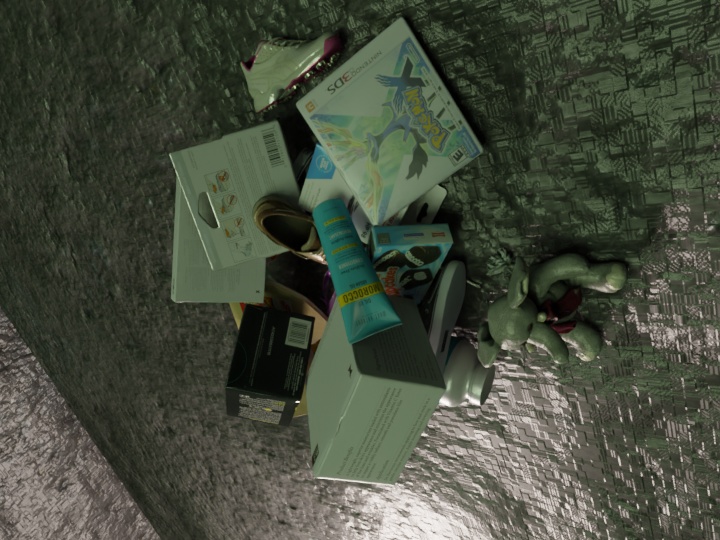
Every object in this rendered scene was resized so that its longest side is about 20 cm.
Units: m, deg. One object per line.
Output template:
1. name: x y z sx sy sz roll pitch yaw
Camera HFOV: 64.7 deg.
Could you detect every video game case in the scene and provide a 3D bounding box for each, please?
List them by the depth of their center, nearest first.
1. video game case: 0.037 -0.192 0.759 0.180 0.022 0.202 -33 96 17

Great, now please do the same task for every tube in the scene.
1. tube: -0.013 -0.003 0.784 0.051 0.076 0.203 78 171 -67

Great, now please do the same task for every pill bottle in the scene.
1. pill bottle: 0.124 0.159 0.965 0.196 0.111 0.113 17 131 28

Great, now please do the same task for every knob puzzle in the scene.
1. knob puzzle: -0.148 0.080 1.073 0.214 0.031 0.222 10 139 9

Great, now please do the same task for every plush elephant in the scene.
1. plush elephant: 0.237 0.059 0.762 0.197 0.155 0.167 27 135 19

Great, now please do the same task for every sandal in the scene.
1. sandal: -0.052 0.037 1.033 0.048 0.083 0.207 -9 118 -5

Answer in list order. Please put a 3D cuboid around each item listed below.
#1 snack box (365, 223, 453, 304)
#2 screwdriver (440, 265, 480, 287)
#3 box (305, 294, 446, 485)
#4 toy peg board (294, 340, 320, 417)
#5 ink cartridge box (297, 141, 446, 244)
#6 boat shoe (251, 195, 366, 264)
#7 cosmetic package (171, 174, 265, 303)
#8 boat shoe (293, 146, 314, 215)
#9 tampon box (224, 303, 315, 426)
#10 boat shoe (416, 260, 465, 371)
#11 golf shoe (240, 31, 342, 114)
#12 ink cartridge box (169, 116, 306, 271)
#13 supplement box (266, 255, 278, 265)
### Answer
1. snack box: 0.057 0.001 0.869 0.113 0.038 0.201 -4 151 -12
2. screwdriver: 0.101 -0.017 0.911 0.198 0.029 0.028 32 137 16
3. box: 0.010 0.166 0.836 0.128 0.202 0.202 12 120 -18
4. toy peg board: -0.133 0.199 1.234 0.198 0.097 0.203 -25 89 45
5. ink cartridge box: 0.016 -0.109 0.848 0.197 0.067 0.117 29 131 3
6. boat shoe: -0.075 -0.047 0.875 0.196 0.072 0.077 19 106 -19
7. cosmetic package: -0.230 -0.050 0.938 0.051 0.147 0.206 11 97 64
8. boat shoe: -0.105 -0.112 0.973 0.067 0.074 0.201 34 122 2
9. tampon box: -0.163 0.174 1.012 0.123 0.153 0.201 12 153 -7
10. boat shoe: 0.111 0.080 0.887 0.065 0.069 0.205 17 100 32
11. golf shoe: -0.110 -0.305 0.828 0.198 0.075 0.093 -17 107 44
12. ink cartridge box: -0.180 -0.116 0.892 0.169 0.044 0.204 -15 114 -1
13. supplement box: -0.223 -0.101 1.035 0.072 0.126 0.203 -5 119 38
